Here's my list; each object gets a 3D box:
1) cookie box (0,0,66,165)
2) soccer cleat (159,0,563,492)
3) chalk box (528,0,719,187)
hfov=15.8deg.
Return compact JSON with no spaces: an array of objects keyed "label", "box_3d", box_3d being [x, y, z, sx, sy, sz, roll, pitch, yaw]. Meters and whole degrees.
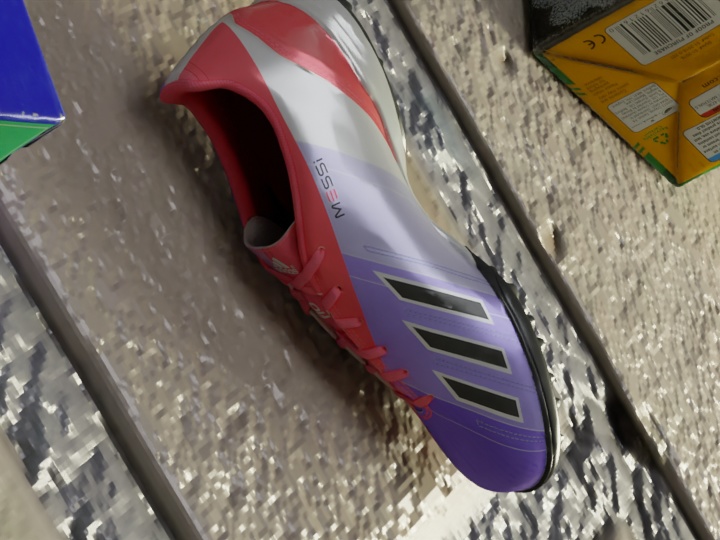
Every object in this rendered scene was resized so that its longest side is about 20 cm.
[{"label":"cookie box","box_3d":[-0.184,-0.101,0.655,0.200,0.075,0.171,1,64,-58]},{"label":"soccer cleat","box_3d":[0.000,0.000,0.902,0.073,0.068,0.200,-35,102,-38]},{"label":"chalk box","box_3d":[0.159,-0.167,1.234,0.124,0.125,0.200,39,37,-36]}]
